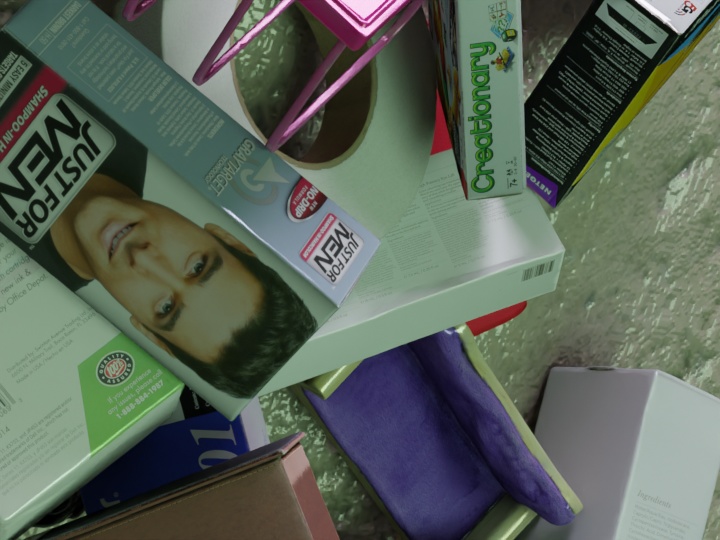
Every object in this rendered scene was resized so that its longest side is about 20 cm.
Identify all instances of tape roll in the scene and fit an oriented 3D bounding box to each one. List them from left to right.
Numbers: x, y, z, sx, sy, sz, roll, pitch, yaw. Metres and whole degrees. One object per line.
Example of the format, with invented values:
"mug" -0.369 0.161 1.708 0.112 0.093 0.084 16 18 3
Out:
"tape roll" -0.040 -0.103 1.499 0.203 0.037 0.203 10 76 -45

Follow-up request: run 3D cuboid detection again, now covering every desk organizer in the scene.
"desk organizer" -0.110 0.153 1.435 0.200 0.072 0.077 -21 91 8

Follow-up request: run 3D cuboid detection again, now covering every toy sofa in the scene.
"toy sofa" 0.036 0.093 1.669 0.083 0.098 0.200 -45 132 -13

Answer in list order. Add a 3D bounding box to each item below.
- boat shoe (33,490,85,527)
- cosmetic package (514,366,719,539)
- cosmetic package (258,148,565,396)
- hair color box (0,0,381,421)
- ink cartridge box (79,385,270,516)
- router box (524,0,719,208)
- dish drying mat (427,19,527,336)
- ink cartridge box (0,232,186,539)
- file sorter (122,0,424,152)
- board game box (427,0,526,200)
"boat shoe" -0.171 0.105 1.533 0.200 0.066 0.070 -5 114 -36
"cosmetic package" 0.142 0.161 1.739 0.074 0.102 0.200 24 77 -34
"cosmetic package" 0.000 0.000 1.571 0.200 0.083 0.051 -19 155 -13
"hair color box" -0.101 -0.033 1.390 0.099 0.200 0.061 -47 -174 38
"ink cartridge box" -0.101 0.068 1.493 0.044 0.094 0.200 -12 87 -76
"router box" 0.162 -0.141 1.584 0.200 0.051 0.149 -47 174 -43
"dish drying mat" 0.062 -0.056 1.673 0.077 0.018 0.200 -22 122 -30
"ink cartridge box" -0.193 0.020 1.435 0.117 0.200 0.067 -38 172 -18
"file sorter" -0.059 -0.176 1.373 0.139 0.200 0.125 -46 177 -40
"board game box" 0.055 -0.153 1.496 0.035 0.126 0.200 -7 128 -3
